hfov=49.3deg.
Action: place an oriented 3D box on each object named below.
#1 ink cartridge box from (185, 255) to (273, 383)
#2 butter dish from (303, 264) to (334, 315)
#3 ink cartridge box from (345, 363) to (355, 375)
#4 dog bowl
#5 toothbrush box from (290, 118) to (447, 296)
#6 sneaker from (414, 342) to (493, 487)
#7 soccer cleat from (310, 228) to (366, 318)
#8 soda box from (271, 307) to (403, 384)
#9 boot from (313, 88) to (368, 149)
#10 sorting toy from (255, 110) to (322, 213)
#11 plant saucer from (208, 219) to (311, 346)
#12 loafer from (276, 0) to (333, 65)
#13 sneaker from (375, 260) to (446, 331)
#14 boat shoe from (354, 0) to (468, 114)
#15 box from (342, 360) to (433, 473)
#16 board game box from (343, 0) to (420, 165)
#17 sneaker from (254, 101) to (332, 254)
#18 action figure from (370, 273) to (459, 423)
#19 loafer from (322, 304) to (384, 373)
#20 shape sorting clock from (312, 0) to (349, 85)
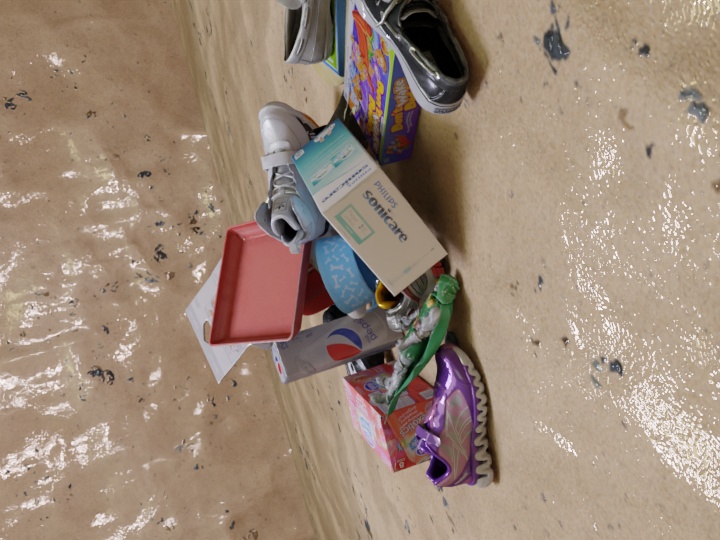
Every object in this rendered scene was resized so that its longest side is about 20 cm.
[{"bbox_3d":[-0.201,0.063,1.295,0.176,0.045,0.200,-53,43,16],"label":"ink cartridge box"},{"bbox_3d":[-0.072,-0.003,1.359,0.200,0.200,0.148,58,-178,42],"label":"butter dish"},{"bbox_3d":[0.000,0.168,1.468,0.094,0.044,0.201,157,98,-74],"label":"ink cartridge box"},{"bbox_3d":[0.000,0.000,1.120,0.112,0.049,0.200,70,-164,8],"label":"dog bowl"},{"bbox_3d":[0.006,-0.083,0.961,0.146,0.085,0.200,48,-175,-31],"label":"toothbrush box"},{"bbox_3d":[0.111,0.193,0.997,0.080,0.088,0.201,-144,43,-71],"label":"sneaker"},{"bbox_3d":[-0.047,-0.016,1.216,0.201,0.077,0.069,69,-158,-1],"label":"soccer cleat"},{"bbox_3d":[-0.037,0.115,1.242,0.068,0.199,0.064,118,133,-68],"label":"soda box"},{"bbox_3d":[-0.047,-0.181,1.116,0.075,0.097,0.200,48,136,42],"label":"boot"},{"bbox_3d":[-0.055,-0.125,1.260,0.180,0.107,0.200,45,127,29],"label":"sorting toy"},{"bbox_3d":[-0.146,0.017,1.196,0.200,0.037,0.200,-9,68,44],"label":"plant saucer"},{"bbox_3d":[-0.075,-0.361,1.020,0.070,0.070,0.200,50,151,45],"label":"loafer"},{"bbox_3d":[0.053,0.028,1.054,0.200,0.082,0.078,100,150,-61],"label":"sneaker"},{"bbox_3d":[0.050,-0.254,0.789,0.068,0.073,0.200,106,145,-68],"label":"boat shoe"},{"bbox_3d":[0.052,0.220,1.215,0.200,0.102,0.095,-154,51,-70],"label":"box"},{"bbox_3d":[0.027,-0.245,0.941,0.200,0.045,0.135,96,154,-55],"label":"board game box"},{"bbox_3d":[-0.098,-0.121,1.051,0.115,0.075,0.200,-55,-50,-59],"label":"sneaker"},{"bbox_3d":[0.073,0.086,0.996,0.118,0.055,0.200,-70,7,-62],"label":"action figure"},{"bbox_3d":[0.013,0.138,1.350,0.201,0.070,0.068,55,165,4],"label":"loafer"},{"bbox_3d":[-0.045,-0.361,1.100,0.200,0.039,0.200,52,152,43],"label":"shape sorting clock"}]
